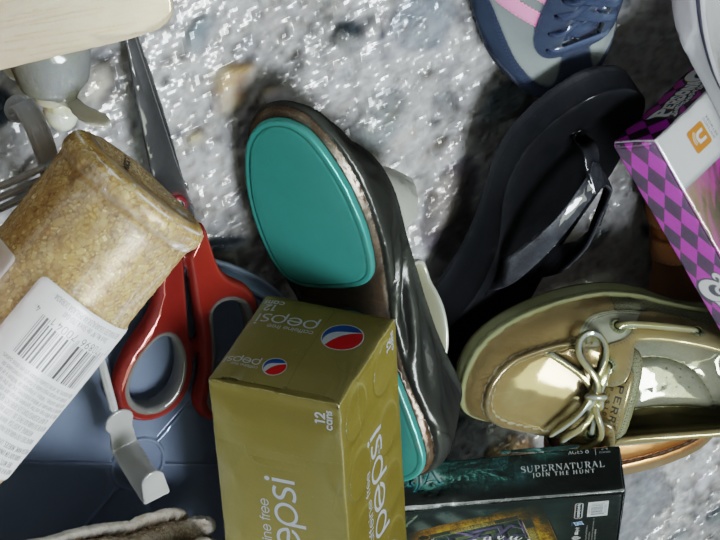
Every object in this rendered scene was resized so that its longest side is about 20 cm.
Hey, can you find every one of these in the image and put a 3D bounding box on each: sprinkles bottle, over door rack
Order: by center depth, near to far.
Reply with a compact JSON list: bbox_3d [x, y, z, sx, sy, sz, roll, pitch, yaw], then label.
[{"bbox_3d":[-0.147,0.041,1.108,0.200,0.068,0.068,-50,139,5],"label":"sprinkles bottle"},{"bbox_3d":[-0.177,0.035,1.173,0.147,0.067,0.201,-25,127,-15],"label":"over door rack"}]

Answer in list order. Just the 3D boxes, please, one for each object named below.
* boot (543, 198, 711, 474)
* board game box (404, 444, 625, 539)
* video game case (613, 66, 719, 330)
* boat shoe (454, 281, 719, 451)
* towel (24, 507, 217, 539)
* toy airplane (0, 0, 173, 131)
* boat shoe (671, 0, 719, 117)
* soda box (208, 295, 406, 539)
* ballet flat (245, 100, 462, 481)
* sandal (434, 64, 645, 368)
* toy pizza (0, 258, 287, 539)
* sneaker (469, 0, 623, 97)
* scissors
[{"bbox_3d":[0.159,0.003,1.412,0.199,0.074,0.155,-33,133,-10],"label":"boot"},{"bbox_3d":[0.059,0.146,1.409,0.134,0.028,0.200,-4,151,-1],"label":"board game box"},{"bbox_3d":[0.228,-0.032,1.337,0.181,0.036,0.201,-42,111,-28],"label":"video game case"},{"bbox_3d":[0.142,0.053,1.352,0.199,0.063,0.074,2,118,-26],"label":"boat shoe"},{"bbox_3d":[-0.142,0.165,1.212,0.133,0.034,0.200,-53,158,22],"label":"towel"},{"bbox_3d":[-0.197,-0.072,1.039,0.199,0.141,0.200,31,96,-10],"label":"toy airplane"},{"bbox_3d":[0.194,-0.073,1.252,0.072,0.066,0.201,-12,89,-31],"label":"boat shoe"},{"bbox_3d":[-0.020,0.114,1.277,0.068,0.064,0.201,-56,149,-49],"label":"soda box"},{"bbox_3d":[0.000,0.000,1.278,0.068,0.068,0.201,-49,132,-45],"label":"ballet flat"},{"bbox_3d":[0.084,-0.015,1.329,0.076,0.043,0.201,-13,142,-41],"label":"sandal"},{"bbox_3d":[-0.107,0.081,1.288,0.199,0.032,0.201,-15,123,-24],"label":"toy pizza"},{"bbox_3d":[0.091,-0.133,1.218,0.070,0.082,0.201,-28,143,-14],"label":"sneaker"},{"bbox_3d":[-0.074,-0.021,1.225,0.073,0.014,0.201,-10,119,-25],"label":"scissors"}]
